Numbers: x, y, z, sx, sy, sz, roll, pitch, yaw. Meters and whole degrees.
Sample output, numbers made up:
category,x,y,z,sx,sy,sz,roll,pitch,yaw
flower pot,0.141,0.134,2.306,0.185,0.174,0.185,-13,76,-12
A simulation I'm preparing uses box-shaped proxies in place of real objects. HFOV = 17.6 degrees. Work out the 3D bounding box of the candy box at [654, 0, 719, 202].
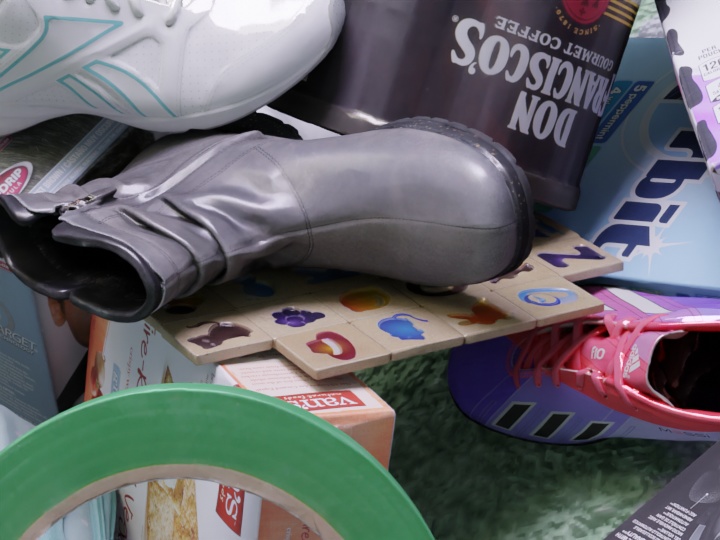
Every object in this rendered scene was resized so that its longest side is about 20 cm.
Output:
category,x,y,z,sx,sy,sz,roll,pitch,yaw
candy box,0.216,-0.098,0.971,0.167,0.072,0.201,-22,32,11

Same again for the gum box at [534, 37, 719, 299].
category,x,y,z,sx,sy,sz,roll,pitch,yaw
gum box,0.158,-0.037,1.042,0.199,0.045,0.170,5,44,44

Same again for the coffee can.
category,x,y,z,sx,sy,sz,roll,pitch,yaw
coffee can,0.056,-0.144,1.006,0.146,0.146,0.201,25,98,54

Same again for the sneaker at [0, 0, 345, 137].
category,x,y,z,sx,sy,sz,roll,pitch,yaw
sneaker,-0.106,-0.103,0.950,0.199,0.081,0.071,-5,45,12

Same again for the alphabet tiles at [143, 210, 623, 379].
category,x,y,z,sx,sy,sz,roll,pitch,yaw
alphabet tiles,0.000,0.000,0.957,0.199,0.006,0.166,-12,25,-28

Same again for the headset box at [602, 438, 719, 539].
category,x,y,z,sx,sy,sz,roll,pitch,yaw
headset box,0.159,0.121,0.776,0.200,0.077,0.149,-39,32,-16

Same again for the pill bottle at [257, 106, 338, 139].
category,x,y,z,sx,sy,sz,roll,pitch,yaw
pill bottle,0.013,-0.082,1.158,0.199,0.114,0.113,-34,31,-9

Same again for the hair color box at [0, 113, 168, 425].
category,x,y,z,sx,sy,sz,roll,pitch,yaw
hair color box,-0.132,0.006,1.059,0.060,0.201,0.099,27,57,23

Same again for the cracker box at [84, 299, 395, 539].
category,x,y,z,sx,sy,sz,roll,pitch,yaw
cracker box,-0.058,0.082,0.947,0.057,0.135,0.200,-2,20,-26

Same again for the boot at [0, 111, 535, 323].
category,x,y,z,sx,sy,sz,roll,pitch,yaw
boot,-0.041,-0.011,0.905,0.199,0.070,0.131,5,23,42

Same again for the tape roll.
category,x,y,z,sx,sy,sz,roll,pitch,yaw
tape roll,-0.062,0.140,0.809,0.200,0.201,0.048,-30,0,-2

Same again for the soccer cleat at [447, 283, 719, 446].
category,x,y,z,sx,sy,sz,roll,pitch,yaw
soccer cleat,0.109,0.037,0.928,0.199,0.073,0.069,2,84,37

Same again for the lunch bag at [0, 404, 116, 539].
category,x,y,z,sx,sy,sz,roll,pitch,yaw
lunch bag,-0.161,0.156,0.934,0.160,0.077,0.200,-47,27,19
